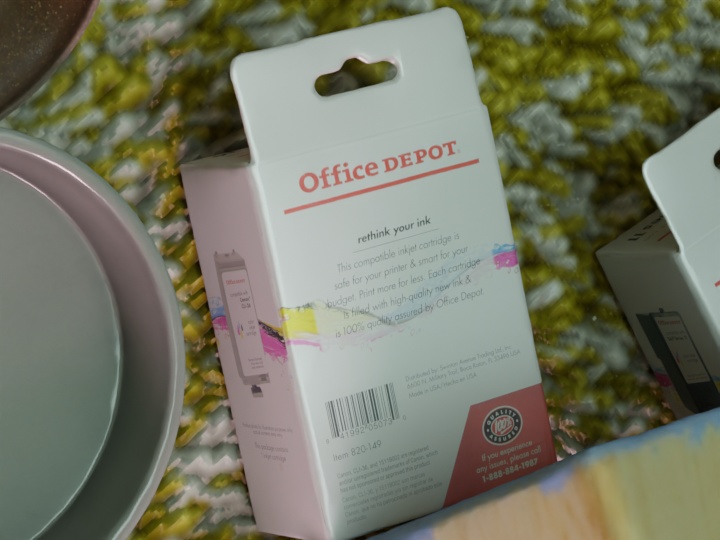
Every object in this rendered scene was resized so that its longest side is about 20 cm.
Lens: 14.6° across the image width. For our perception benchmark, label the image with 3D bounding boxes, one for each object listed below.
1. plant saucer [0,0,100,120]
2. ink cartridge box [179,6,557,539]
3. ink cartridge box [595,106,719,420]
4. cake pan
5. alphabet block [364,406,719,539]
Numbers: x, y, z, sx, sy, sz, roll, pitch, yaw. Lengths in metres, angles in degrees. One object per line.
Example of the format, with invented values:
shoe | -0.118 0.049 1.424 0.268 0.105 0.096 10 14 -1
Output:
plant saucer | -0.189 -0.129 1.037 0.200 0.037 0.200 -12 127 -17
ink cartridge box | 0.000 0.000 1.164 0.116 0.067 0.200 -15 98 -29
ink cartridge box | 0.187 0.013 1.267 0.117 0.067 0.200 -34 106 -25
cake pan | -0.164 0.041 1.075 0.200 0.037 0.200 -5 99 -28
alphabet block | 0.127 0.168 1.122 0.196 0.195 0.200 -14 80 -40
